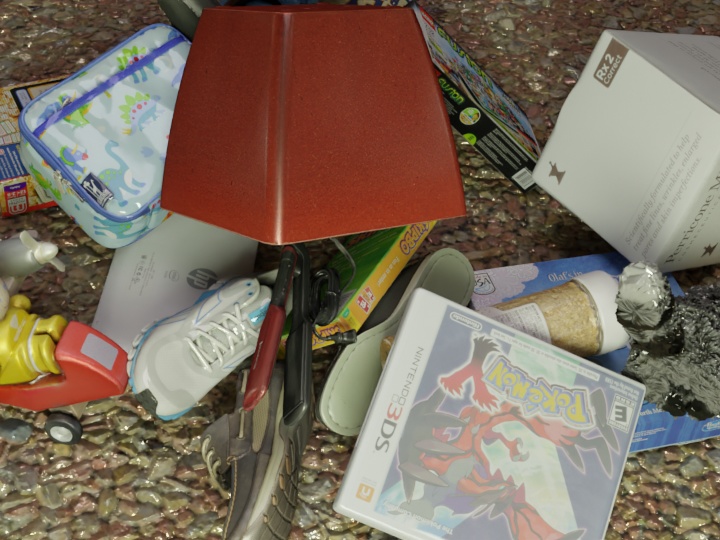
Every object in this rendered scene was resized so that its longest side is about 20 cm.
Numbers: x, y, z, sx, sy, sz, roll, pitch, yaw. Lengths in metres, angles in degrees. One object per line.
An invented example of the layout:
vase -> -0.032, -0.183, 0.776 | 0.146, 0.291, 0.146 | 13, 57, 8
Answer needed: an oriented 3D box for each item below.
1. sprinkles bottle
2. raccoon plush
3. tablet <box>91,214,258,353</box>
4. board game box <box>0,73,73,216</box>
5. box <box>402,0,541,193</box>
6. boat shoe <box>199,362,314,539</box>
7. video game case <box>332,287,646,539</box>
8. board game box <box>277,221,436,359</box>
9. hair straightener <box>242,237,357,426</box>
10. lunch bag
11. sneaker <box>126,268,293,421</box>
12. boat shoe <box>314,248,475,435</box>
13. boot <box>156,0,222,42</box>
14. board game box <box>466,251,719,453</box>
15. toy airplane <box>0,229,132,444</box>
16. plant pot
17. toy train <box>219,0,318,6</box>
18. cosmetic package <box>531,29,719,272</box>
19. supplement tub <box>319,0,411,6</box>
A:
sprinkles bottle -> 0.118, 0.058, 1.001 | 0.200, 0.068, 0.068 | -16, 48, -15
raccoon plush -> 0.272, 0.025, 0.974 | 0.097, 0.200, 0.134 | 15, 58, 26
tablet -> -0.165, 0.010, 1.119 | 0.130, 0.014, 0.200 | 6, 44, -1
board game box -> -0.281, -0.138, 1.235 | 0.200, 0.046, 0.152 | -15, 47, -21
box -> 0.109, -0.172, 1.233 | 0.035, 0.200, 0.110 | -35, 40, 22
boat shoe -> -0.084, 0.147, 0.951 | 0.073, 0.075, 0.200 | 2, 34, 8
video game case -> 0.101, 0.132, 0.926 | 0.200, 0.023, 0.183 | 24, 69, -6
board game box -> 0.000, 0.000, 1.099 | 0.095, 0.030, 0.200 | -20, 26, 43
hair straightener -> -0.041, 0.040, 0.979 | 0.077, 0.041, 0.200 | 26, 42, -19
lunch bag -> -0.209, -0.130, 1.153 | 0.200, 0.082, 0.161 | -38, 79, -28
sneaker -> -0.110, 0.046, 1.001 | 0.075, 0.087, 0.200 | 57, 38, -12
boat shoe -> 0.024, 0.064, 1.052 | 0.072, 0.061, 0.201 | 49, 60, -15
boot -> -0.163, -0.244, 1.240 | 0.078, 0.138, 0.200 | -54, 23, -16
board game box -> 0.206, 0.070, 1.078 | 0.200, 0.043, 0.199 | -8, 45, -15
toy airplane -> -0.303, 0.053, 0.964 | 0.199, 0.141, 0.200 | -23, 51, -27
plant pot -> -0.043, -0.136, 1.048 | 0.200, 0.177, 0.200 | -10, 17, -35
toy train -> -0.078, -0.311, 1.209 | 0.114, 0.200, 0.087 | 39, 55, -25
cosmetic package -> 0.305, -0.115, 1.160 | 0.200, 0.165, 0.165 | -9, 43, -42
supplement tub -> -0.015, -0.204, 1.266 | 0.145, 0.145, 0.200 | 7, 43, 1
